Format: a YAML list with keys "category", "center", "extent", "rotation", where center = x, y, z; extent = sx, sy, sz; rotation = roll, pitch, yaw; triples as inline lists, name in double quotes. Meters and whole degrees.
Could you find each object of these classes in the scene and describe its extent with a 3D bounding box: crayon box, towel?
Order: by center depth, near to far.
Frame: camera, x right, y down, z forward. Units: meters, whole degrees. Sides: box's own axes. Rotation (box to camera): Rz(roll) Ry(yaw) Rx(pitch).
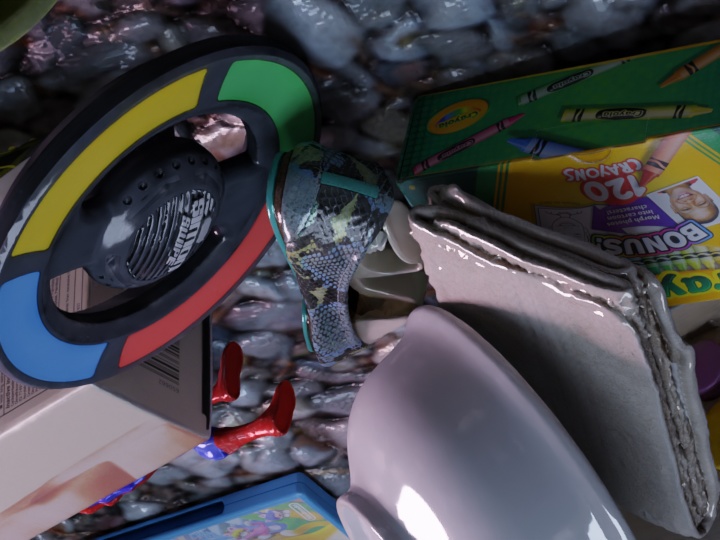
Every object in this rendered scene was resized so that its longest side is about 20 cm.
- category: "crayon box"
  center: [0.133, -0.040, 1.323]
  extent: [0.200, 0.058, 0.119]
  rotation: [-9, 138, 26]
- category: "towel"
  center: [0.098, 0.043, 1.330]
  extent: [0.133, 0.034, 0.200]
  rotation: [25, 152, 31]

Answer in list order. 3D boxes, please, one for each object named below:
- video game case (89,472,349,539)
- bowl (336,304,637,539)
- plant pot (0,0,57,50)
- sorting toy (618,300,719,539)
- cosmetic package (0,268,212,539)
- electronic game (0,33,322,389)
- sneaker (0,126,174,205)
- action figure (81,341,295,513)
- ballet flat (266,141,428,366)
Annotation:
- category: "video game case"
  center: [-0.087, 0.186, 1.711]
  extent: [0.200, 0.018, 0.143]
  rotation: [-19, 144, 22]
- category: "bowl"
  center: [0.052, 0.122, 1.344]
  extent: [0.090, 0.201, 0.201]
  rotation: [-34, 147, -12]
- category: "plant pot"
  center: [-0.233, -0.133, 1.106]
  extent: [0.200, 0.200, 0.190]
  rotation: [14, 155, -25]
- category: "sorting toy"
  center: [0.172, 0.085, 1.420]
  extent: [0.200, 0.180, 0.107]
  rotation: [-32, 145, 31]
- category: "cosmetic package"
  center: [-0.175, 0.072, 1.462]
  extent: [0.200, 0.103, 0.087]
  rotation: [-29, 138, 34]
- category: "electronic game"
  center: [-0.096, -0.025, 1.299]
  extent: [0.200, 0.042, 0.200]
  rotation: [-36, 151, -23]
- category: "sneaker"
  center: [-0.182, -0.033, 1.336]
  extent: [0.200, 0.085, 0.074]
  rotation: [-34, 146, 5]
- category: "action figure"
  center: [-0.124, 0.092, 1.544]
  extent: [0.200, 0.052, 0.065]
  rotation: [-25, 135, 36]
- category: "ballet flat"
  center: [0.000, 0.000, 1.373]
  extent: [0.074, 0.074, 0.200]
  rotation: [-7, 160, 5]
